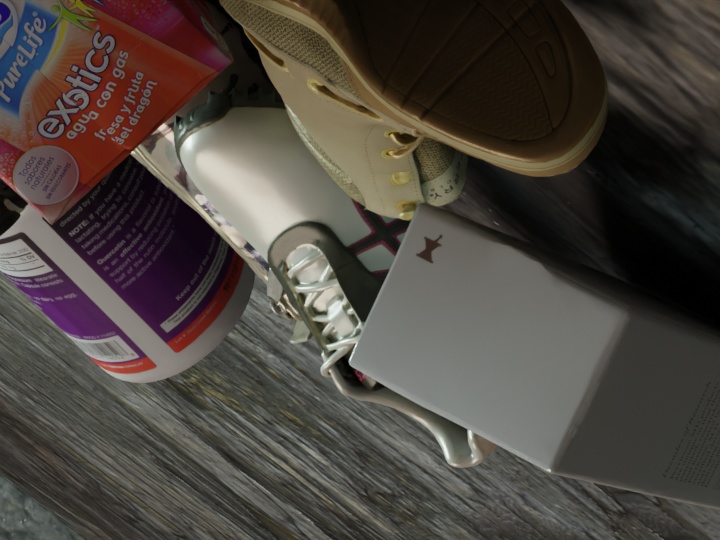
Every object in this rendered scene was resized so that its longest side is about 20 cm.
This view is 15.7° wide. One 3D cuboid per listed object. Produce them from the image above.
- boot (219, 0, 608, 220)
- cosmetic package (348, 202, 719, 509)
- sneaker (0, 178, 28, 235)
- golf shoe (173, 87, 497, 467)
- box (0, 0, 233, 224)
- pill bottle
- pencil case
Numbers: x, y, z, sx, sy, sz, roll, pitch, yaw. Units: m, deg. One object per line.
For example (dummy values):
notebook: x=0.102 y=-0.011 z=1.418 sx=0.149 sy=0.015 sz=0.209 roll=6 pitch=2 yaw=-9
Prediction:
boot: x=0.025 y=-0.066 z=0.994 sx=0.200 sy=0.073 sz=0.156 roll=30 pitch=164 yaw=31
cosmetic package: x=0.091 y=0.039 z=1.051 sx=0.101 sy=0.072 sz=0.200 roll=27 pitch=-176 yaw=29
sneaker: x=-0.199 y=-0.067 z=1.066 sx=0.079 sy=0.089 sz=0.200 roll=38 pitch=-166 yaw=-47
golf shoe: x=0.000 y=0.000 z=1.119 sx=0.200 sy=0.088 sz=0.077 roll=37 pitch=133 yaw=-17
box: x=-0.131 y=-0.118 z=1.006 sx=0.100 sy=0.095 sz=0.200 roll=44 pitch=-171 yaw=-28
pill bottle: x=-0.152 y=-0.035 z=1.413 sx=0.112 sy=0.113 sz=0.200 roll=19 pitch=157 yaw=48
pencil case: x=-0.064 y=-0.060 z=1.185 sx=0.200 sy=0.090 sz=0.078 roll=43 pitch=151 yaw=-22
